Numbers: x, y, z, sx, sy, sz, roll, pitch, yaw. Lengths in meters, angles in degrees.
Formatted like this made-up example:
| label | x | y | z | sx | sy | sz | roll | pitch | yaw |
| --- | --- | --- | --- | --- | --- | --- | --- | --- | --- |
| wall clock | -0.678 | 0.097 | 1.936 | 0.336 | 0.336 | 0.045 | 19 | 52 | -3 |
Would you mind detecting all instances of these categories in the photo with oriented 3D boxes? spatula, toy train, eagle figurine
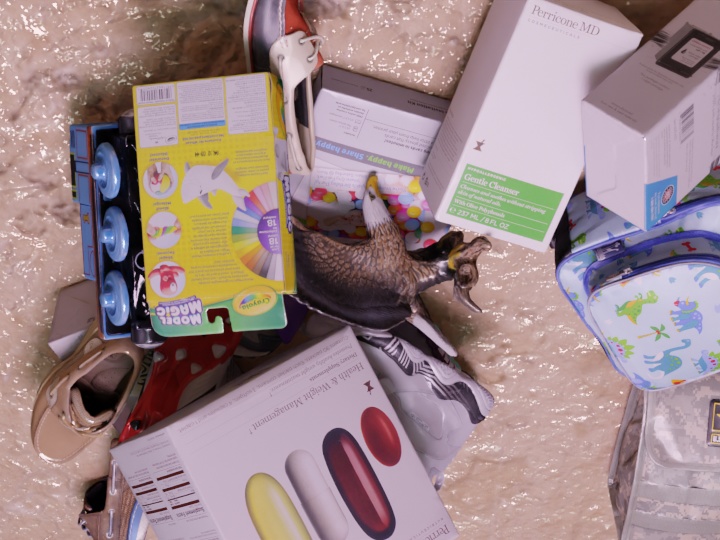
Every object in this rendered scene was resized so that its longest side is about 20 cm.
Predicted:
| label | x | y | z | sx | sy | sz | roll | pitch | yaw |
| --- | --- | --- | --- | --- | --- | --- | --- | --- | --- |
| spatula | -0.031 | 0.074 | 1.597 | 0.021 | 0.057 | 0.200 | 5 | 147 | 43 |
| toy train | -0.192 | -0.037 | 1.413 | 0.087 | 0.114 | 0.200 | -7 | 99 | -27 |
| eagle figurine | -0.001 | -0.007 | 1.430 | 0.200 | 0.151 | 0.152 | -7 | 144 | -8 |

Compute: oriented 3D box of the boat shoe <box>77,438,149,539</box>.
| label | x | y | z | sx | sy | sz | roll | pitch | yaw |
| --- | --- | --- | --- | --- | --- | --- | --- | --- | --- |
| boat shoe | -0.251 | 0.246 | 1.727 | 0.072 | 0.072 | 0.200 | 18 | 117 | -8 |

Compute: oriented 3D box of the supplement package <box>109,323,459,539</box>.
| label | x | y | z | sx | sy | sz | roll | pitch | yaw |
| --- | --- | --- | --- | --- | --- | --- | --- | --- | --- |
| supplement package | -0.064 | 0.184 | 1.399 | 0.200 | 0.191 | 0.147 | 62 | 152 | -2 |

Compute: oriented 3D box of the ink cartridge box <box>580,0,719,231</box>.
| label | x | y | z | sx | sy | sz | roll | pitch | yaw |
| --- | --- | --- | --- | --- | --- | --- | --- | --- | --- |
| ink cartridge box | 0.268 | -0.141 | 1.354 | 0.200 | 0.067 | 0.116 | -41 | 146 | -22 |

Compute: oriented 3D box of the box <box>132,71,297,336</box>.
| label | x | y | z | sx | sy | sz | roll | pitch | yaw |
| --- | --- | --- | --- | --- | --- | --- | --- | --- | --- |
| box | -0.113 | -0.050 | 1.322 | 0.117 | 0.048 | 0.200 | -4 | 86 | 12 |

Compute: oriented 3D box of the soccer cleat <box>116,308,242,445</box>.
| label | x | y | z | sx | sy | sz | roll | pitch | yaw |
| --- | --- | --- | --- | --- | --- | --- | --- | --- | --- |
| soccer cleat | -0.156 | 0.094 | 1.501 | 0.069 | 0.085 | 0.200 | 27 | 99 | 8 |

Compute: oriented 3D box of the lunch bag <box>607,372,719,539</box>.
| label | x | y | z | sx | sy | sz | roll | pitch | yaw |
| --- | --- | --- | --- | --- | --- | --- | --- | --- | --- |
| lunch bag | 0.340 | 0.171 | 1.630 | 0.164 | 0.118 | 0.200 | 4 | 123 | -3 |

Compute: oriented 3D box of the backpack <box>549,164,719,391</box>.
| label | x | y | z | sx | sy | sz | roll | pitch | yaw |
| --- | --- | --- | --- | --- | --- | --- | --- | --- | --- |
| backpack | 0.287 | 0.002 | 1.470 | 0.200 | 0.147 | 0.183 | -25 | 127 | 16 |

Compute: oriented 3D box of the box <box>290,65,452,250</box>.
| label | x | y | z | sx | sy | sz | roll | pitch | yaw |
| --- | --- | --- | --- | --- | --- | --- | --- | --- | --- |
| box | 0.008 | -0.072 | 1.479 | 0.156 | 0.041 | 0.200 | 15 | 129 | -12 |

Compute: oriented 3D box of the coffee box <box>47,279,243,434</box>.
| label | x | y | z | sx | sy | sz | roll | pitch | yaw |
| --- | --- | --- | --- | --- | --- | --- | --- | --- | --- |
| coffee box | -0.192 | 0.094 | 1.589 | 0.113 | 0.080 | 0.200 | -20 | 126 | 16 |

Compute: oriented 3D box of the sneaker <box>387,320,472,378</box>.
| label | x | y | z | sx | sy | sz | roll | pitch | yaw |
| --- | --- | --- | --- | --- | --- | --- | --- | --- | --- |
| sneaker | 0.047 | 0.104 | 1.569 | 0.074 | 0.088 | 0.200 | -8 | 141 | 36 |

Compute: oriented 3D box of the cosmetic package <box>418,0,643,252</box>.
| label | x | y | z | sx | sy | sz | roll | pitch | yaw |
| --- | --- | --- | --- | --- | --- | --- | --- | --- | --- |
| cosmetic package | 0.135 | -0.130 | 1.370 | 0.108 | 0.085 | 0.200 | 15 | 113 | -16 |

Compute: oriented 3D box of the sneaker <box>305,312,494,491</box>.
| label | x | y | z | sx | sy | sz | roll | pitch | yaw |
| --- | --- | --- | --- | --- | --- | --- | --- | --- | --- |
| sneaker | 0.021 | 0.120 | 1.491 | 0.200 | 0.075 | 0.115 | 29 | 82 | -28 |

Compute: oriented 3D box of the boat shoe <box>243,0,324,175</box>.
| label | x | y | z | sx | sy | sz | roll | pitch | yaw |
| --- | --- | --- | --- | --- | --- | --- | --- | --- | --- |
| boat shoe | -0.059 | -0.170 | 1.362 | 0.063 | 0.071 | 0.200 | 17 | 121 | 15 |

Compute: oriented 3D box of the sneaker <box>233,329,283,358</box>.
| label | x | y | z | sx | sy | sz | roll | pitch | yaw |
| --- | --- | --- | --- | --- | --- | --- | --- | --- | --- |
| sneaker | -0.128 | 0.002 | 1.518 | 0.086 | 0.078 | 0.200 | -34 | 122 | 21 |

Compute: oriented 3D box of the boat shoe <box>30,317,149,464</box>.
| label | x | y | z | sx | sy | sz | roll | pitch | yaw |
| --- | --- | --- | --- | --- | --- | --- | --- | --- | --- |
| boat shoe | -0.250 | 0.115 | 1.514 | 0.071 | 0.065 | 0.200 | 23 | 126 | -16 |
